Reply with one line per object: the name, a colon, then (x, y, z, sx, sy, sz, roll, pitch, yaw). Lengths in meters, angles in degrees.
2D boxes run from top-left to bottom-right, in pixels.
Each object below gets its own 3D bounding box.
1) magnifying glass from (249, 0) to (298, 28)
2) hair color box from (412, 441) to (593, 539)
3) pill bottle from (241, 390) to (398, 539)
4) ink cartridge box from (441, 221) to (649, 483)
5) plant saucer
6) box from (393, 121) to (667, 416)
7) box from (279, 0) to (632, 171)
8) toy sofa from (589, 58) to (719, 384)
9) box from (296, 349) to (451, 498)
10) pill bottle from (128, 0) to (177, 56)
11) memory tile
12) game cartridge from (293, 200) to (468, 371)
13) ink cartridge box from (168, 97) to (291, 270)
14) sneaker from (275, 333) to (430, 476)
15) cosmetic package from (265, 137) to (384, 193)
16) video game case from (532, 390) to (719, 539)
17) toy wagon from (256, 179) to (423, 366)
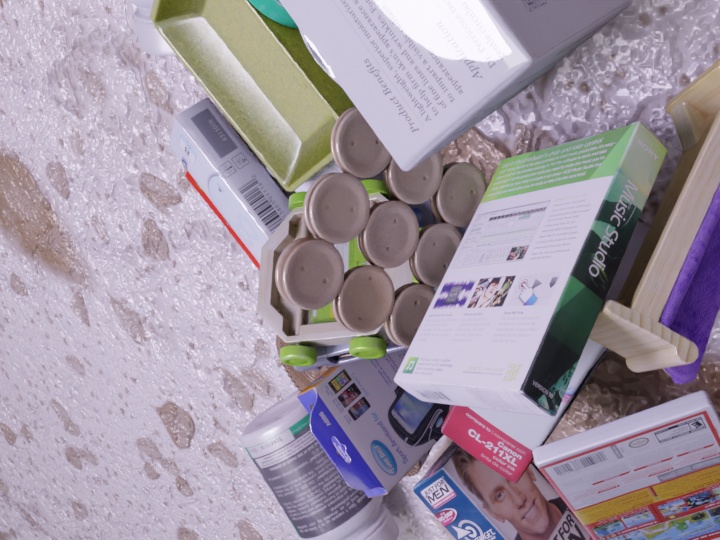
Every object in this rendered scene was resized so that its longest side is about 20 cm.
magnifying glass: (-0.018, -0.225, 0.662, 0.022, 0.199, 0.080, -32, 81, 40)
hair color box: (0.158, 0.259, 0.882, 0.200, 0.100, 0.061, 47, 134, 5)
pill bottle: (-0.044, 0.248, 1.018, 0.113, 0.113, 0.201, -26, 97, 44)
ink cartridge box: (0.162, 0.057, 0.725, 0.083, 0.146, 0.201, 34, 132, 17)
plant saucer: (-0.081, -0.173, 0.702, 0.200, 0.048, 0.200, 51, 162, -8)
box: (0.113, 0.000, 0.590, 0.036, 0.201, 0.144, 34, 161, -23)
box: (0.058, -0.211, 0.611, 0.130, 0.200, 0.200, -35, 92, 43)
toy sofa: (0.229, -0.028, 0.580, 0.097, 0.201, 0.083, 28, 168, 1)
box: (0.030, 0.121, 0.831, 0.119, 0.200, 0.041, 55, 145, -2)
pill bottle: (-0.174, -0.310, 0.797, 0.112, 0.113, 0.201, 17, 125, 30)
memory tile: (0.038, -0.020, 0.649, 0.017, 0.199, 0.154, 16, 84, 55)
game cartridge: (0.023, 0.007, 0.779, 0.199, 0.041, 0.134, -17, 67, 23)
ink cartridge box: (-0.143, -0.069, 0.918, 0.160, 0.047, 0.200, 51, 156, 2)
sneaker: (0.009, 0.108, 0.899, 0.200, 0.109, 0.070, 45, 139, -1)
cosmetic package: (-0.014, -0.159, 0.789, 0.101, 0.071, 0.201, 33, 132, 19)
video game case: (0.248, 0.183, 0.725, 0.142, 0.018, 0.200, -24, 129, 19)
toy wagon: (0.000, 0.000, 0.750, 0.199, 0.040, 0.156, -8, 68, 25)
